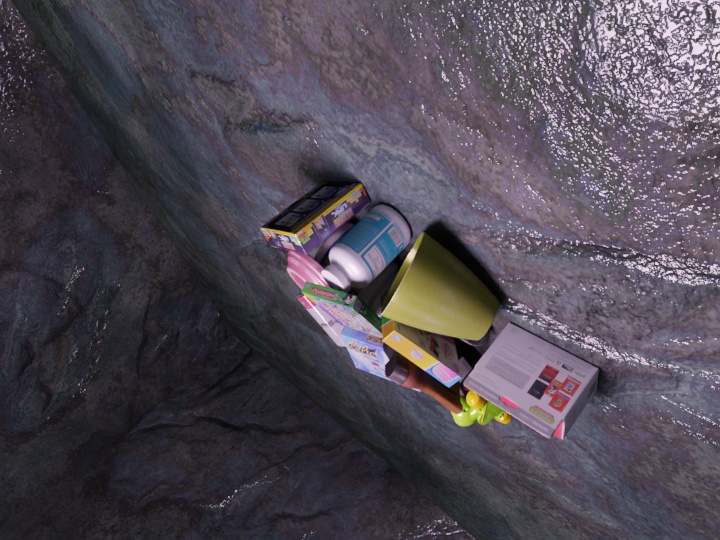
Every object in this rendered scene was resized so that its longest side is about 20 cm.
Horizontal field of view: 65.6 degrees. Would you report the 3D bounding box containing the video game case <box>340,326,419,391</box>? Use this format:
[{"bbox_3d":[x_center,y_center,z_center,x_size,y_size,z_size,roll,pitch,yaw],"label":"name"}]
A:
[{"bbox_3d":[0.061,0.221,1.422,0.198,0.046,0.182,16,148,25],"label":"video game case"}]

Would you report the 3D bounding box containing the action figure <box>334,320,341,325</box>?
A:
[{"bbox_3d":[-0.049,0.039,1.524,0.054,0.203,0.118,1,-175,9],"label":"action figure"}]

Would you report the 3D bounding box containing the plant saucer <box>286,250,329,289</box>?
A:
[{"bbox_3d":[-0.107,0.032,1.337,0.200,0.051,0.201,41,167,12],"label":"plant saucer"}]

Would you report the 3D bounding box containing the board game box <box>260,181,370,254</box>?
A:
[{"bbox_3d":[-0.101,-0.123,1.244,0.165,0.200,0.057,16,140,53],"label":"board game box"}]

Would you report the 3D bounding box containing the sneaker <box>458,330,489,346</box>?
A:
[{"bbox_3d":[0.202,0.109,1.275,0.200,0.075,0.087,42,170,18],"label":"sneaker"}]

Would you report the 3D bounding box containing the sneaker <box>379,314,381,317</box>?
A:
[{"bbox_3d":[0.061,0.118,1.481,0.114,0.076,0.199,21,164,-23],"label":"sneaker"}]

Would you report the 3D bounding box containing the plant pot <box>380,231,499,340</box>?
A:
[{"bbox_3d":[0.169,0.053,1.125,0.198,0.188,0.187,28,158,-1],"label":"plant pot"}]

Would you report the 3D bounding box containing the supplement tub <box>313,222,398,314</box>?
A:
[{"bbox_3d":[0.000,0.000,1.346,0.200,0.145,0.145,42,158,11],"label":"supplement tub"}]

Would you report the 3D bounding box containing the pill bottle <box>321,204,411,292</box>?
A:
[{"bbox_3d":[0.009,-0.039,1.188,0.110,0.200,0.111,38,157,19],"label":"pill bottle"}]

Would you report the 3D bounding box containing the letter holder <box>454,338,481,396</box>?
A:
[{"bbox_3d":[0.212,0.221,1.408,0.200,0.101,0.142,48,160,-6],"label":"letter holder"}]

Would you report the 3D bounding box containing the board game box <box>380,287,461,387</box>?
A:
[{"bbox_3d":[0.132,0.145,1.229,0.199,0.154,0.040,37,117,-20],"label":"board game box"}]

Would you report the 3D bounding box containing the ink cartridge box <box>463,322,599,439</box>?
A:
[{"bbox_3d":[0.331,0.227,1.099,0.199,0.176,0.084,29,153,37],"label":"ink cartridge box"}]

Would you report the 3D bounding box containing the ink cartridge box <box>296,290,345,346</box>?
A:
[{"bbox_3d":[-0.068,0.104,1.646,0.201,0.146,0.083,51,159,-12],"label":"ink cartridge box"}]

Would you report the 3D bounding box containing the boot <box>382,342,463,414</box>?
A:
[{"bbox_3d":[0.151,0.209,1.266,0.199,0.069,0.189,29,-152,-18],"label":"boot"}]

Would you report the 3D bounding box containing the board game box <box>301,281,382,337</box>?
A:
[{"bbox_3d":[-0.026,0.089,1.214,0.133,0.029,0.200,14,162,31],"label":"board game box"}]

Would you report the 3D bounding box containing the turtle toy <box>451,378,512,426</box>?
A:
[{"bbox_3d":[0.287,0.281,1.278,0.145,0.201,0.101,32,-171,-32],"label":"turtle toy"}]
